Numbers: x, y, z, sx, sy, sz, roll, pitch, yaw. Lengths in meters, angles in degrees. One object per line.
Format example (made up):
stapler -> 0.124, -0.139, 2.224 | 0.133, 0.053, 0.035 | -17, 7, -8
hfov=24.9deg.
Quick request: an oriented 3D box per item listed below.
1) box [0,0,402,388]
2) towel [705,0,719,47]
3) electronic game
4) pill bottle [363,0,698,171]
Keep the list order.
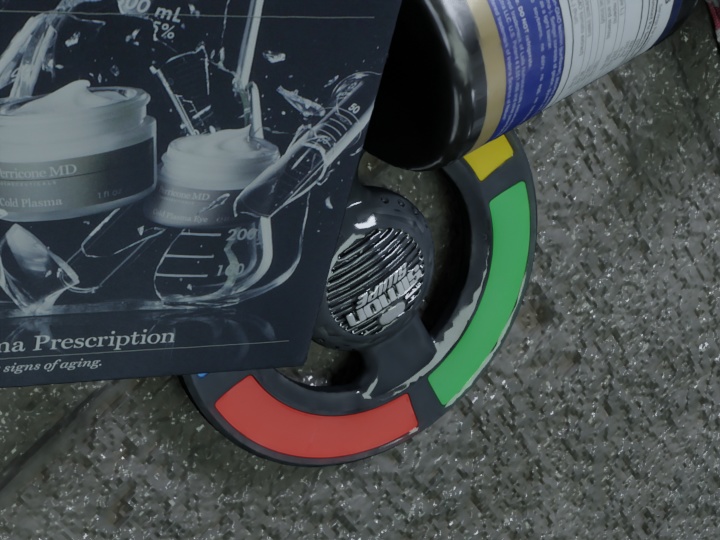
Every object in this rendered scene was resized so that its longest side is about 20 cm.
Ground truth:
box -> -0.107, -0.058, 0.575 | 0.199, 0.104, 0.183 | -3, 132, -22
towel -> 0.251, -0.154, 0.865 | 0.146, 0.030, 0.201 | -40, 127, -13
electronic game -> 0.000, 0.000, 0.762 | 0.199, 0.042, 0.201 | -14, 118, -28
pill bottle -> 0.076, -0.131, 0.699 | 0.199, 0.112, 0.112 | -31, 125, -29
